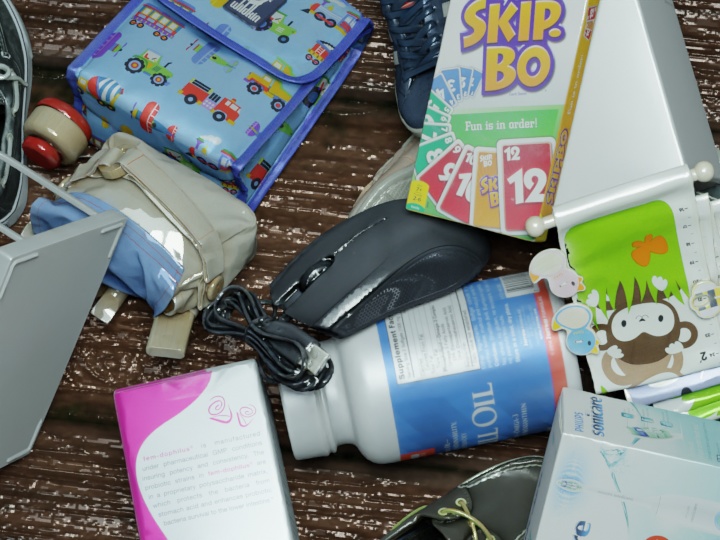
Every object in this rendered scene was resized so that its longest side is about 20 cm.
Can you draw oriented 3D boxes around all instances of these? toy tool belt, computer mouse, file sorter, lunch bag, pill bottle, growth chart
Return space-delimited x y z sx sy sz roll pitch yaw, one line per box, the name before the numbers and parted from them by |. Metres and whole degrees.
toy tool belt | -0.179 -0.029 1.445 0.200 0.125 0.123 30 68 12
computer mouse | 0.000 0.000 1.378 0.200 0.053 0.138 -27 33 -24
file sorter | -0.274 0.031 1.377 0.124 0.139 0.200 32 113 15
lunch bag | -0.096 -0.157 1.509 0.150 0.094 0.200 30 64 12
pill bottle | 0.045 0.071 1.408 0.200 0.112 0.112 -12 73 0
growth chart | 0.199 0.024 1.343 0.145 0.018 0.200 -26 113 5

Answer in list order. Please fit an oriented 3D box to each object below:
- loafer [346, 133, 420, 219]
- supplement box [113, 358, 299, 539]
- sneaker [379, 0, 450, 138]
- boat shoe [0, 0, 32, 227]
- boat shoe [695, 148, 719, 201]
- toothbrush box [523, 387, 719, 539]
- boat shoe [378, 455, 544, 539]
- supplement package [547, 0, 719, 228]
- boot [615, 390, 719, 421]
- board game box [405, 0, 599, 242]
loafer | 0.050 -0.066 1.485 0.072 0.063 0.200 43 81 -20
supplement box | -0.095 0.174 1.388 0.101 0.103 0.200 -12 74 0
sneaker | 0.040 -0.186 1.471 0.075 0.085 0.200 -22 48 24
boat shoe | -0.283 -0.131 1.507 0.074 0.068 0.200 -2 73 2
boat shoe | 0.219 -0.074 1.476 0.200 0.073 0.062 34 102 11
toothbrush box | 0.211 0.176 1.341 0.200 0.085 0.147 14 108 2
boat shoe | 0.059 0.192 1.396 0.201 0.061 0.072 -36 75 -8
supplement package | 0.155 -0.139 1.397 0.120 0.121 0.200 -17 84 20
boot | 0.264 0.058 1.427 0.203 0.073 0.154 -3 79 -1
board game box | 0.096 -0.126 1.343 0.095 0.030 0.200 15 95 23
